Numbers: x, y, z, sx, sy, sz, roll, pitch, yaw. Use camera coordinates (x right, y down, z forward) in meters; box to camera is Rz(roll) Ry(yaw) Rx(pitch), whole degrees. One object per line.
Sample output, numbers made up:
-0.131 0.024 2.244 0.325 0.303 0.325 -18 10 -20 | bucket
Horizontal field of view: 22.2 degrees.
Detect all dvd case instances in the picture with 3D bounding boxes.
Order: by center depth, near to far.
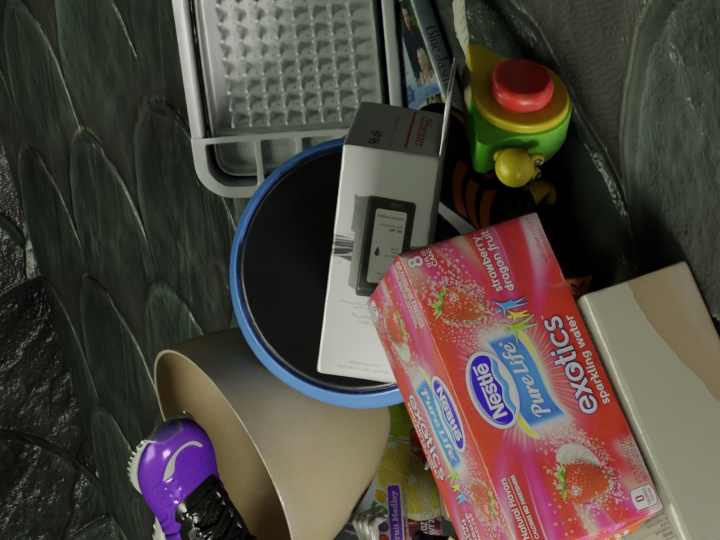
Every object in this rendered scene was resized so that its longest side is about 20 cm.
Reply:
0.039 -0.146 1.429 0.143 0.017 0.202 157 95 -71 | dvd case

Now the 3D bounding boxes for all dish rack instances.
-0.052 -0.156 1.430 0.044 0.170 0.201 -85 -9 -58 | dish rack

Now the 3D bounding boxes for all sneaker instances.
0.104 -0.050 1.279 0.201 0.069 0.090 64 144 23 | sneaker
-0.116 0.195 1.415 0.099 0.069 0.201 36 149 32 | sneaker

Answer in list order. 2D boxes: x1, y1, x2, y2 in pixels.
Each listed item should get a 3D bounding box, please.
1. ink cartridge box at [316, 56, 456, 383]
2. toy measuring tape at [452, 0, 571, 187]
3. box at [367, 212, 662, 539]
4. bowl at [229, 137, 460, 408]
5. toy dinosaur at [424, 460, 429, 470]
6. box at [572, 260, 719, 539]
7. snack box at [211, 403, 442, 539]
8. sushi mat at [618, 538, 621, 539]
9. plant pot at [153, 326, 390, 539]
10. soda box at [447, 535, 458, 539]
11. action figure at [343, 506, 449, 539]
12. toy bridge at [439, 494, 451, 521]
0.019 -0.040 1.236 0.116 0.067 0.202 -75 -7 -70 | ink cartridge box
0.103 -0.132 1.234 0.074 0.073 0.201 95 173 -48 | toy measuring tape
0.090 0.080 1.122 0.096 0.099 0.201 121 131 -66 | box
0.000 0.000 1.348 0.039 0.199 0.202 44 -154 -84 | bowl
0.112 0.106 1.242 0.105 0.198 0.183 126 143 -53 | toy dinosaur
0.192 0.108 1.134 0.095 0.077 0.201 130 120 -68 | box
-0.035 0.179 1.566 0.068 0.198 0.170 104 162 -70 | snack box
0.166 0.158 1.260 0.095 0.012 0.202 17 118 35 | sushi mat
-0.056 0.123 1.452 0.200 0.134 0.201 45 151 33 | plant pot
0.136 0.275 1.337 0.200 0.064 0.068 36 106 33 | soda box
0.019 0.236 1.447 0.103 0.199 0.119 66 162 3 | action figure
0.115 0.215 1.515 0.200 0.027 0.068 6 113 69 | toy bridge
